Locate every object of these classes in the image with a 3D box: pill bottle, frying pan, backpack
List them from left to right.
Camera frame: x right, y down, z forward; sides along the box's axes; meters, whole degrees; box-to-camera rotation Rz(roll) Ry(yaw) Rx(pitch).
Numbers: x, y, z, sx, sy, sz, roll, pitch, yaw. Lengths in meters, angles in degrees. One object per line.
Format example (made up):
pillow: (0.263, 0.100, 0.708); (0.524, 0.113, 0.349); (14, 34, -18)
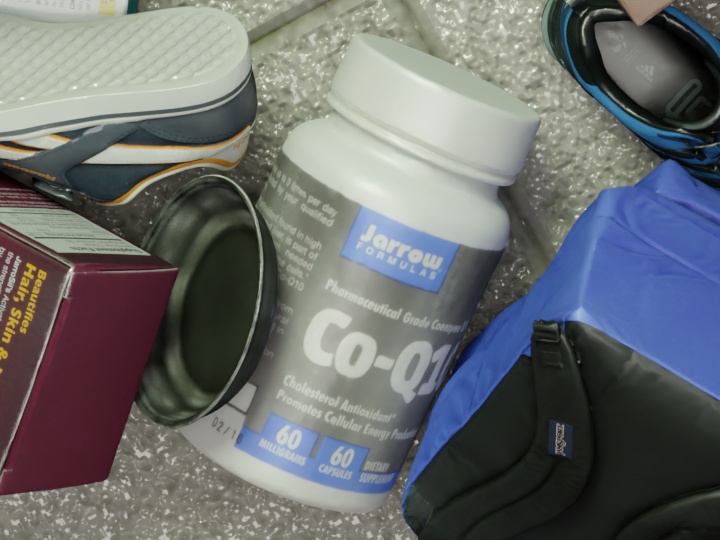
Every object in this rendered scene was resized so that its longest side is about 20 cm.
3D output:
frying pan: (-0.092, 0.034, 1.294); (0.031, 0.115, 0.190); (13, 142, -33)
pill bottle: (0.000, 0.000, 1.307); (0.113, 0.114, 0.200); (24, 102, -3)
backpack: (0.127, 0.066, 1.294); (0.162, 0.168, 0.200); (33, 134, -3)

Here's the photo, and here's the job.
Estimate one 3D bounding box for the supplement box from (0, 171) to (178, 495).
supplement box: (-0.195, 0.009, 1.288); (0.200, 0.086, 0.111); (27, 104, 28)

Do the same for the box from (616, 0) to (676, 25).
box: (0.115, -0.177, 1.221); (0.075, 0.200, 0.100); (-36, 98, 9)

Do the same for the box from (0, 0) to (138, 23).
box: (-0.200, -0.166, 1.313); (0.199, 0.049, 0.083); (9, 102, 1)

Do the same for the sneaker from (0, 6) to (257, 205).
sneaker: (-0.145, -0.071, 1.290); (0.199, 0.079, 0.080); (1, 140, 8)

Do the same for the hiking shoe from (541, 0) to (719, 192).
hiking shoe: (0.166, -0.062, 1.300); (0.200, 0.087, 0.074); (33, 101, -5)
